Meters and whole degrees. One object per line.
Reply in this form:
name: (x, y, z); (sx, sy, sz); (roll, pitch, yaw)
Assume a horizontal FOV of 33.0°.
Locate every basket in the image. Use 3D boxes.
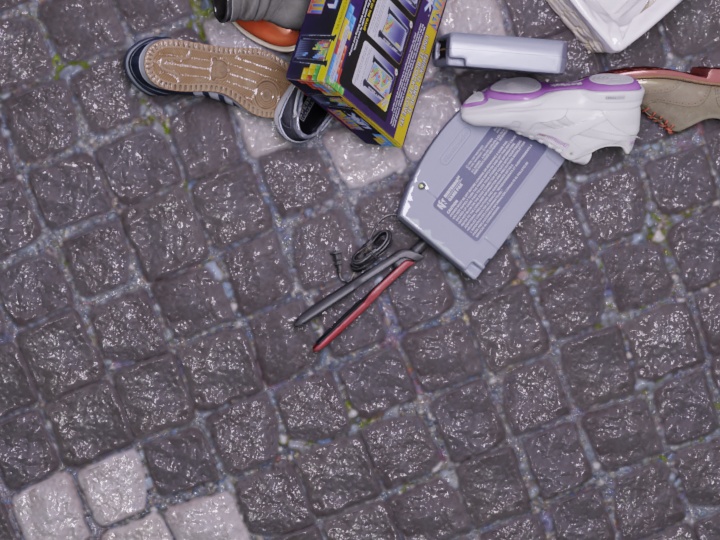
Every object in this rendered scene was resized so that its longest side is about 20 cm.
basket: (0.253, -0.348, 1.316); (0.135, 0.123, 0.201); (-40, 96, 2)

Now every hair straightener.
hair straightener: (0.000, 0.000, 1.380); (0.199, 0.041, 0.077); (-41, 96, 2)

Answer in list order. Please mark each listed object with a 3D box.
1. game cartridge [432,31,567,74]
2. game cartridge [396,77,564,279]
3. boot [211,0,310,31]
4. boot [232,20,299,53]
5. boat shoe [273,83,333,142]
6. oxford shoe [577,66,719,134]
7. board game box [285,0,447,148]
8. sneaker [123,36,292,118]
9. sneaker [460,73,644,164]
game cartridge: (0.148, -0.228, 1.285); (0.131, 0.200, 0.041); (8, 99, -3)
game cartridge: (0.136, -0.109, 1.365); (0.133, 0.041, 0.201); (39, 83, -8)
boot: (-0.083, -0.349, 1.259); (0.129, 0.067, 0.203); (5, 98, -34)
boot: (-0.131, -0.318, 1.316); (0.075, 0.107, 0.200); (-45, 97, 0)
boat shoe: (-0.027, -0.231, 1.329); (0.071, 0.068, 0.202); (34, 81, -23)
oxford shoe: (0.340, -0.190, 1.361); (0.197, 0.071, 0.076); (1, 102, 0)
board game box: (0.013, -0.255, 1.277); (0.056, 0.165, 0.203); (10, 77, 33)
sneaker: (-0.166, -0.216, 1.350); (0.198, 0.108, 0.071); (9, 93, -33)
sneaker: (0.208, -0.158, 1.321); (0.197, 0.075, 0.101); (0, 118, 7)
